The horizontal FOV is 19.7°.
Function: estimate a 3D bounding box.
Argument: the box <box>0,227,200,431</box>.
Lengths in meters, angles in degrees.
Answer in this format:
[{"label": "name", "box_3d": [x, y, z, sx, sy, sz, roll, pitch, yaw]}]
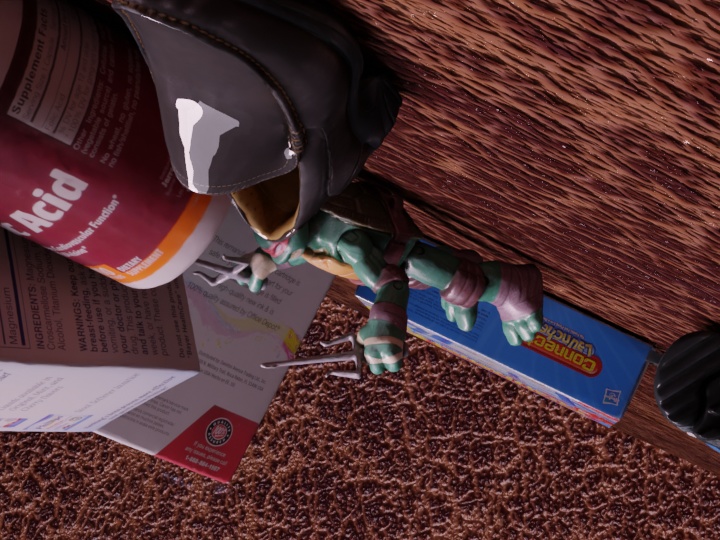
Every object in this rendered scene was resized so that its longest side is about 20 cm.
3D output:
[{"label": "box", "box_3d": [-0.204, -0.017, 1.111, 0.199, 0.185, 0.105, 6, 154, -44]}]

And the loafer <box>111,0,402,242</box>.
[{"label": "loafer", "box_3d": [-0.039, -0.058, 0.725, 0.072, 0.073, 0.200, 25, 176, 22]}]

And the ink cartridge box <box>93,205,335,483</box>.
[{"label": "ink cartridge box", "box_3d": [-0.104, 0.012, 1.293, 0.083, 0.201, 0.145, 26, 178, 42]}]

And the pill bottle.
[{"label": "pill bottle", "box_3d": [-0.164, -0.078, 1.019, 0.199, 0.115, 0.114, 27, 177, -33]}]

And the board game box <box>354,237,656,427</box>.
[{"label": "board game box", "box_3d": [0.102, 0.042, 1.462, 0.199, 0.056, 0.196, 25, 177, 7]}]

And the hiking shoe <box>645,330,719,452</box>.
[{"label": "hiking shoe", "box_3d": [0.246, 0.092, 1.104, 0.199, 0.075, 0.087, 35, -175, 2]}]

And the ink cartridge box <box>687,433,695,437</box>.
[{"label": "ink cartridge box", "box_3d": [0.318, 0.135, 1.410, 0.199, 0.044, 0.174, 25, 176, 11]}]

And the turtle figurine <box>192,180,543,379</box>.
[{"label": "turtle figurine", "box_3d": [0.000, 0.000, 1.185, 0.199, 0.101, 0.150, 10, -159, -31]}]
